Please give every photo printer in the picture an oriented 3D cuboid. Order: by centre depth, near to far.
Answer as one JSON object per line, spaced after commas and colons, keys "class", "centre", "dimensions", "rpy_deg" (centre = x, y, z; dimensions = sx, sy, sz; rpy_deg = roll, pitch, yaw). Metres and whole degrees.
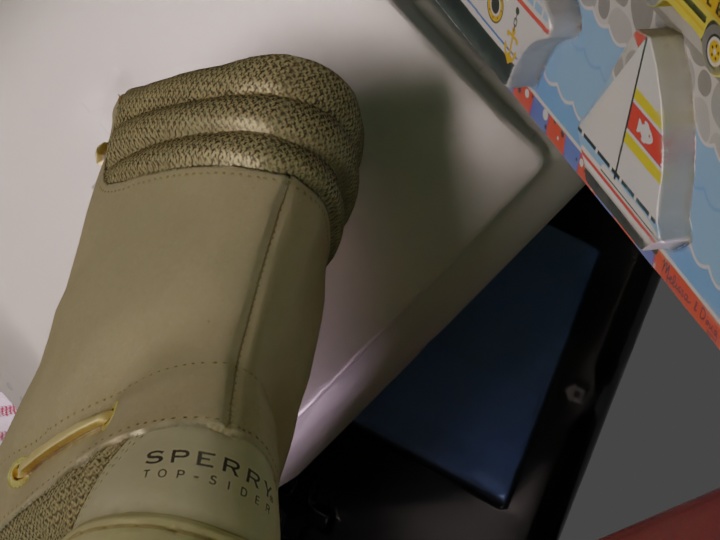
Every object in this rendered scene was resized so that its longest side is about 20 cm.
{"class": "photo printer", "centre": [-0.046, -0.030, 0.768], "dimensions": [0.166, 0.069, 0.200], "rpy_deg": [48, 120, 7]}

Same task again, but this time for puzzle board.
{"class": "puzzle board", "centre": [0.052, -0.097, 0.590], "dimensions": [0.200, 0.017, 0.151], "rpy_deg": [-123, 36, -50]}

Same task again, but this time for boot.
{"class": "boot", "centre": [-0.064, 0.040, 0.694], "dimensions": [0.200, 0.073, 0.156], "rpy_deg": [140, 146, -59]}

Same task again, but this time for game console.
{"class": "game console", "centre": [0.000, 0.000, 0.806], "dimensions": [0.177, 0.031, 0.200], "rpy_deg": [29, 116, 23]}

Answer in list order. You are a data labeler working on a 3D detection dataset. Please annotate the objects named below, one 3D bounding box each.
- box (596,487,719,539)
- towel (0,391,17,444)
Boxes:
{"class": "box", "centre": [0.058, 0.135, 0.702], "dimensions": [0.128, 0.200, 0.109], "rpy_deg": [-36, 76, 46]}
{"class": "towel", "centre": [-0.146, 0.045, 0.929], "dimensions": [0.146, 0.200, 0.030], "rpy_deg": [-6, 54, 47]}
